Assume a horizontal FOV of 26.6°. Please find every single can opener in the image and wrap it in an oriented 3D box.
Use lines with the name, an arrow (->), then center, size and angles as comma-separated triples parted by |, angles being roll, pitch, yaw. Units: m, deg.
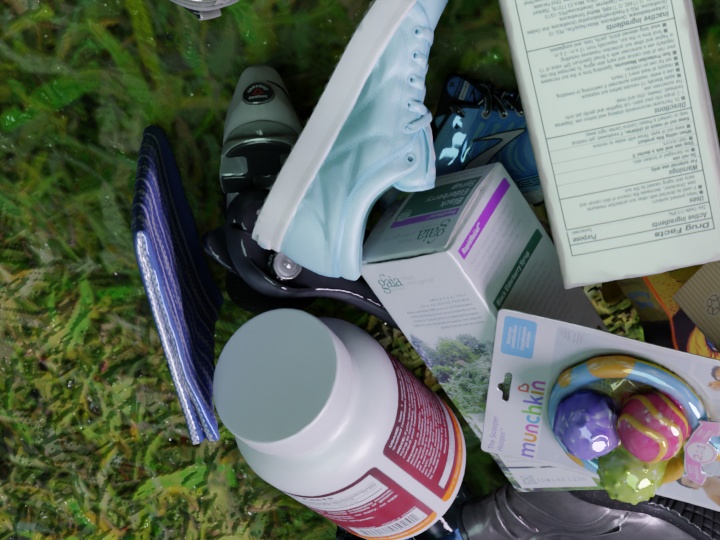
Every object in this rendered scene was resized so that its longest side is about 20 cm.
can opener -> 0.000, 0.000, 0.958 | 0.198, 0.079, 0.064 | 18, 96, -20

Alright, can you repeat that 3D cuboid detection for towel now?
towel -> -0.114, 0.002, 0.964 | 0.024, 0.200, 0.146 | -14, 114, 0

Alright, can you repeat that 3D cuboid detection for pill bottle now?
pill bottle -> -0.013, 0.099, 0.984 | 0.112, 0.114, 0.200 | -15, 152, 17

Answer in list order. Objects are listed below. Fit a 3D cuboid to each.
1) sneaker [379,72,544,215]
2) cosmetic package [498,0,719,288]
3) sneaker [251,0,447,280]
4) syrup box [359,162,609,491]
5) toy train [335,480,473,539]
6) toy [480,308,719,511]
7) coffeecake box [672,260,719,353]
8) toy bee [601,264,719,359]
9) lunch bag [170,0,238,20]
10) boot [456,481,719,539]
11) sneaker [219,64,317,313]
sneaker -> 0.087, -0.086, 0.949 | 0.198, 0.079, 0.091 | -26, 107, 21
cosmetic package -> 0.140, -0.105, 0.841 | 0.102, 0.087, 0.203 | -10, 110, 12
sneaker -> 0.017, -0.087, 0.871 | 0.081, 0.074, 0.202 | 29, 102, 0
syrup box -> 0.091, 0.038, 0.928 | 0.078, 0.082, 0.201 | -10, 124, 45
toy train -> 0.061, 0.229, 1.120 | 0.113, 0.087, 0.201 | -29, 107, 13
toy -> 0.165, 0.097, 0.853 | 0.197, 0.047, 0.116 | 11, 130, 9
coffeecake box -> 0.305, 0.021, 0.902 | 0.154, 0.073, 0.199 | -47, 131, 13
toy bee -> 0.203, 0.018, 0.954 | 0.199, 0.109, 0.131 | 36, 163, 6
lunch bag -> -0.108, -0.261, 0.835 | 0.167, 0.139, 0.202 | 31, 120, 13
boot -> 0.175, 0.176, 1.074 | 0.198, 0.070, 0.132 | 27, 134, -23
sneaker -> -0.056, -0.051, 1.003 | 0.073, 0.089, 0.201 | -1, 143, -4
